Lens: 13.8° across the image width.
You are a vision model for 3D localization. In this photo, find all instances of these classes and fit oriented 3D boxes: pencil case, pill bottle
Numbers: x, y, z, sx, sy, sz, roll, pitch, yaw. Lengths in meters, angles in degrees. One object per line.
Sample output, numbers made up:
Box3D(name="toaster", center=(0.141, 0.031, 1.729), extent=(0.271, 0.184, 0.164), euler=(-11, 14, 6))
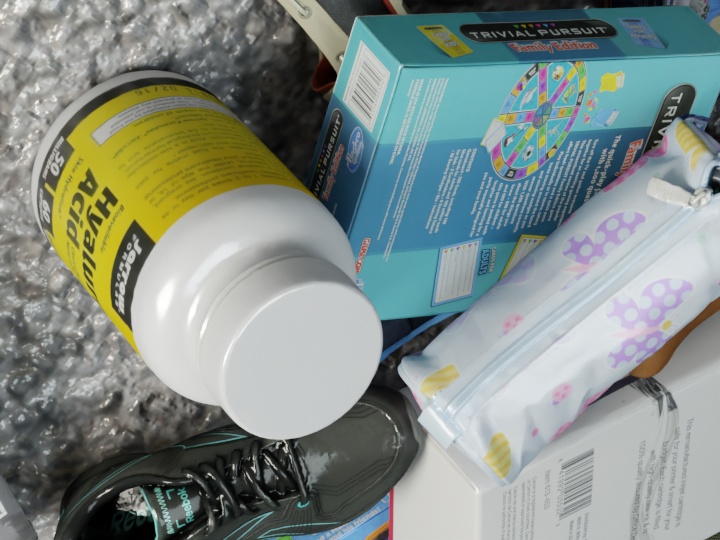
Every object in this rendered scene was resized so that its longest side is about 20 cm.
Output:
Box3D(name="pencil case", center=(0.114, 0.016, 1.445), extent=(0.200, 0.091, 0.083), euler=(-41, 95, 5))
Box3D(name="pill bottle", center=(-0.070, -0.006, 1.394), extent=(0.111, 0.200, 0.111), euler=(-15, 124, -23))

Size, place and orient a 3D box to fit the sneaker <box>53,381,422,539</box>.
Box3D(name="sneaker", center=(-0.064, 0.114, 1.501), extent=(0.200, 0.079, 0.076), euler=(-21, 93, 12))

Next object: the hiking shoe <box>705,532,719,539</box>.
Box3D(name="hiking shoe", center=(0.215, 0.151, 1.705), extent=(0.200, 0.101, 0.076), euler=(-58, 139, -14))

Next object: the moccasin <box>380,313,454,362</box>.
Box3D(name="moccasin", center=(0.000, 0.000, 1.533), extent=(0.200, 0.080, 0.068), euler=(-31, 126, -30))

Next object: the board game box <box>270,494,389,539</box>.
Box3D(name="board game box", center=(0.039, 0.168, 1.673), extent=(0.200, 0.037, 0.151), euler=(-31, 129, -10))

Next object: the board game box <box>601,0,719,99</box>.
Box3D(name="board game box", center=(0.226, -0.193, 1.549), extent=(0.200, 0.062, 0.200), euler=(-15, 124, -24))

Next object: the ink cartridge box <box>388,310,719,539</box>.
Box3D(name="ink cartridge box", center=(0.119, 0.097, 1.584), extent=(0.200, 0.084, 0.145), euler=(-25, 140, -23))

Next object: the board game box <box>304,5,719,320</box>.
Box3D(name="board game box", center=(0.071, -0.053, 1.459), extent=(0.200, 0.047, 0.151), euler=(-5, 129, -33))

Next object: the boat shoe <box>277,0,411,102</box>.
Box3D(name="boat shoe", center=(0.001, -0.110, 1.459), extent=(0.063, 0.071, 0.200), euler=(-29, 134, 1))

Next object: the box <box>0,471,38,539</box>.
Box3D(name="box", center=(-0.266, 0.095, 1.437), extent=(0.158, 0.050, 0.200), euler=(-32, 129, -11))

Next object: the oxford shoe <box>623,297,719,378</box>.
Box3D(name="oxford shoe", center=(0.200, -0.014, 1.528), extent=(0.200, 0.071, 0.071), euler=(-48, 159, -20))
